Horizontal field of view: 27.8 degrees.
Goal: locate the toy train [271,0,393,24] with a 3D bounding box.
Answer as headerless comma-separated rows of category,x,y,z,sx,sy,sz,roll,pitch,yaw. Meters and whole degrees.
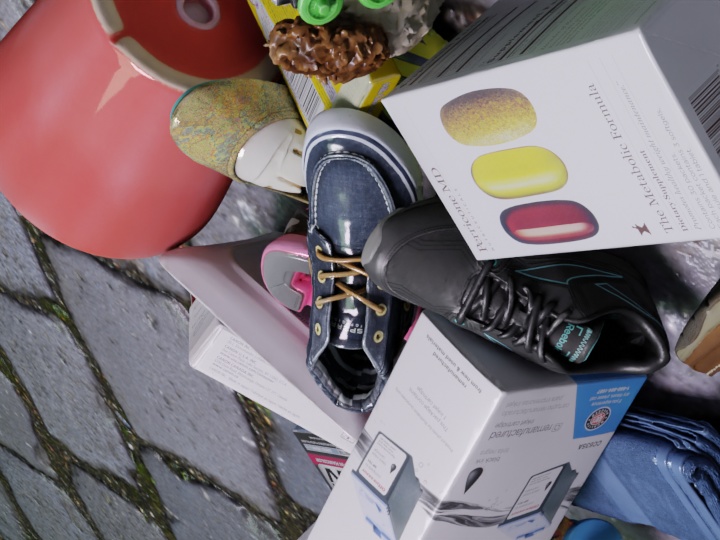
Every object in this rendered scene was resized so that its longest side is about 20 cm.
toy train,0.050,-0.165,0.668,0.057,0.199,0.042,84,165,-46

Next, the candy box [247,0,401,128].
candy box,-0.040,-0.172,0.869,0.201,0.026,0.102,65,154,16

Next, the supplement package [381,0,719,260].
supplement package,0.125,-0.084,0.735,0.200,0.109,0.114,-7,121,57

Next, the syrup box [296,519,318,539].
syrup box,0.038,0.194,1.117,0.081,0.200,0.079,3,129,53

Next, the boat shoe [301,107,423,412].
boat shoe,0.000,0.000,0.872,0.070,0.091,0.201,5,142,14

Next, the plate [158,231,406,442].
plate,-0.029,0.035,1.077,0.199,0.200,0.032,42,109,13

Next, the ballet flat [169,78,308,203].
ballet flat,-0.037,-0.072,0.928,0.070,0.071,0.200,26,-173,34

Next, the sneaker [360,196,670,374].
sneaker,0.097,0.012,0.840,0.076,0.199,0.079,-66,26,25

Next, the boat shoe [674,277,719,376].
boat shoe,0.231,0.012,0.752,0.074,0.076,0.200,40,152,7

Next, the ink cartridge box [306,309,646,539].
ink cartridge box,0.071,0.124,0.926,0.086,0.146,0.201,44,121,37

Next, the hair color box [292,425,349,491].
hair color box,0.034,0.203,1.282,0.099,0.061,0.201,0,127,54

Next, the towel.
towel,0.180,0.130,0.992,0.199,0.049,0.112,8,142,53

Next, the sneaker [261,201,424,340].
sneaker,0.035,-0.001,1.012,0.199,0.096,0.079,22,135,-3

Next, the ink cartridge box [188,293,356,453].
ink cartridge box,-0.039,0.065,1.114,0.199,0.045,0.176,31,-163,-19

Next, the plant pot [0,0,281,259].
plant pot,-0.144,-0.134,0.985,0.201,0.200,0.177,48,141,-1

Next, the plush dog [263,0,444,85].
plush dog,-0.012,-0.191,0.745,0.160,0.200,0.172,-12,121,35

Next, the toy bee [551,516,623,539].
toy bee,0.152,0.229,1.037,0.199,0.109,0.131,26,163,15

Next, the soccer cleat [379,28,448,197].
soccer cleat,0.058,-0.100,0.882,0.083,0.065,0.201,-26,98,22
